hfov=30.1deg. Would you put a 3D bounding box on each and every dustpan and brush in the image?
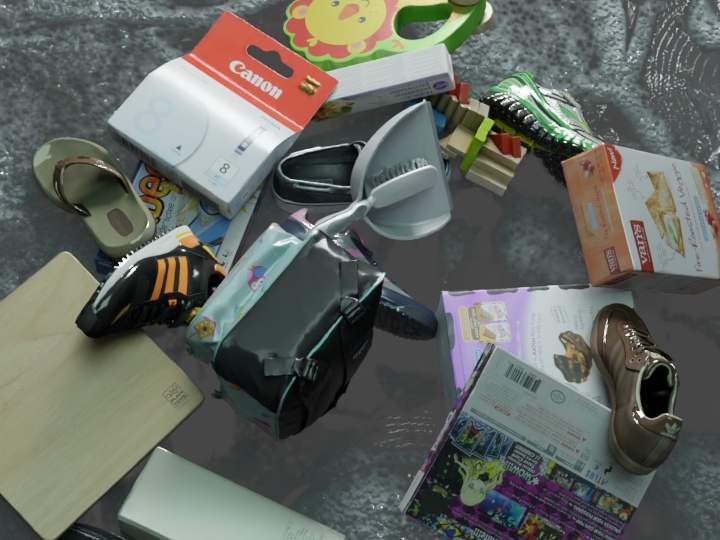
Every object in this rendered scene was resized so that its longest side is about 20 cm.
[{"bbox_3d":[0.017,-0.076,1.379,0.200,0.140,0.057,-26,27,-21],"label":"dustpan and brush"}]

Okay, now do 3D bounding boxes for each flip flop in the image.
[{"bbox_3d":[-0.278,-0.083,1.373,0.081,0.058,0.200,-39,51,-6],"label":"flip flop"}]

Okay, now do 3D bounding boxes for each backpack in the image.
[{"bbox_3d":[-0.070,0.064,1.274,0.153,0.200,0.176,30,71,16],"label":"backpack"}]

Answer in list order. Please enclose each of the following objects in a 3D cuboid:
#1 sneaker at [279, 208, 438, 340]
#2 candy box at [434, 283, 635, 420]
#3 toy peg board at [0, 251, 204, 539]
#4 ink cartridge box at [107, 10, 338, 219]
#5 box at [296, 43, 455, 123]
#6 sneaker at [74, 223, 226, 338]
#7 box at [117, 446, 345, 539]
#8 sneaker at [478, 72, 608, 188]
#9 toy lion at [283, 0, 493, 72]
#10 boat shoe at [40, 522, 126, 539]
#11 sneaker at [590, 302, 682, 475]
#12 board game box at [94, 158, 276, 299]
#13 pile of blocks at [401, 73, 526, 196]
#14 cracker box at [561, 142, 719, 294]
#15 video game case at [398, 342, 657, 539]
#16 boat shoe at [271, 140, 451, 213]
[{"bbox_3d":[0.000,0.000,1.382,0.200,0.070,0.082,27,65,6],"label":"sneaker"},{"bbox_3d":[0.185,0.104,1.349,0.199,0.072,0.168,-3,64,-7],"label":"candy box"},{"bbox_3d":[-0.292,0.127,1.283,0.199,0.098,0.200,46,67,3],"label":"toy peg board"},{"bbox_3d":[-0.142,-0.176,1.415,0.160,0.047,0.200,33,73,12],"label":"ink cartridge box"},{"bbox_3d":[0.002,-0.199,1.460,0.200,0.039,0.042,-13,65,12],"label":"box"},{"bbox_3d":[-0.186,0.024,1.271,0.090,0.070,0.200,41,29,2],"label":"sneaker"},{"bbox_3d":[-0.120,0.248,1.246,0.200,0.068,0.082,25,63,7],"label":"box"},{"bbox_3d":[0.231,-0.155,1.481,0.200,0.078,0.085,38,64,12],"label":"sneaker"},{"bbox_3d":[0.021,-0.284,1.512,0.200,0.069,0.192,30,67,30],"label":"toy lion"},{"bbox_3d":[-0.209,0.288,1.218,0.200,0.063,0.073,34,65,11],"label":"boat shoe"},{"bbox_3d":[0.269,0.096,1.254,0.070,0.076,0.200,20,42,-19],"label":"sneaker"},{"bbox_3d":[-0.180,-0.068,1.415,0.135,0.034,0.200,17,63,2],"label":"board game box"},{"bbox_3d":[0.103,-0.170,1.463,0.200,0.062,0.082,44,44,20],"label":"pile of blocks"},{"bbox_3d":[0.299,-0.049,1.377,0.200,0.058,0.134,4,69,-46],"label":"cracker box"},{"bbox_3d":[0.165,0.193,1.261,0.200,0.036,0.182,29,87,-8],"label":"video game case"},{"bbox_3d":[0.004,-0.108,1.436,0.199,0.068,0.072,-4,64,-10],"label":"boat shoe"}]
